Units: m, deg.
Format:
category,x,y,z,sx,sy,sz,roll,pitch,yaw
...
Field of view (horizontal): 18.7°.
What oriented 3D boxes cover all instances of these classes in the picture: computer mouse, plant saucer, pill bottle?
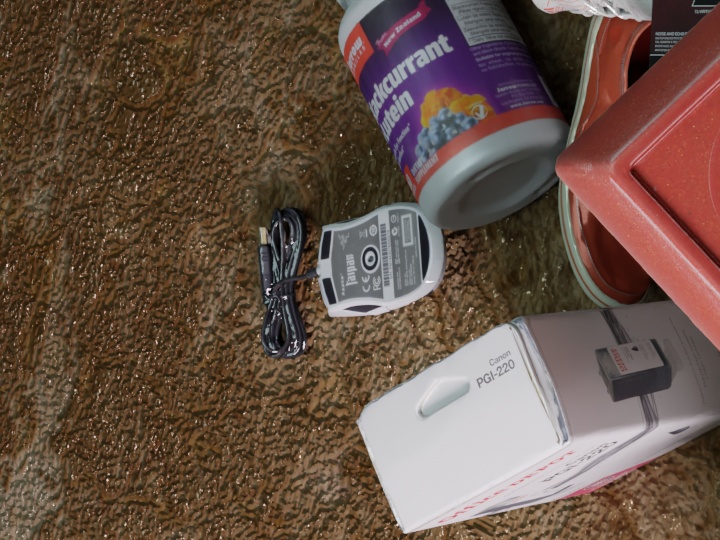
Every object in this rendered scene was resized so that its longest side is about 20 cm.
category,x,y,z,sx,sy,sz,roll,pitch,yaw
computer mouse,0.000,0.000,1.545,0.199,0.044,0.110,-10,80,47
plant saucer,0.240,-0.052,1.164,0.200,0.037,0.200,-43,89,6
pill bottle,0.052,-0.137,1.446,0.111,0.111,0.201,-42,64,34

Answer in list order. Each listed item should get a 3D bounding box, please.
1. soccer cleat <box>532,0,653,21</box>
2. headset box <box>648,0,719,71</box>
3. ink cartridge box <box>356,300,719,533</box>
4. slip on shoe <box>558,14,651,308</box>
category,x,y,z,sx,sy,sz,roll,pitch,yaw
soccer cleat,0.147,-0.183,1.341,0.085,0.069,0.200,-41,32,9
headset box,0.238,-0.150,1.256,0.077,0.148,0.201,7,95,41
ink cartridge box,0.119,0.086,1.333,0.145,0.199,0.085,-34,70,37
slip on shoe,0.170,-0.074,1.366,0.061,0.074,0.201,8,92,58
